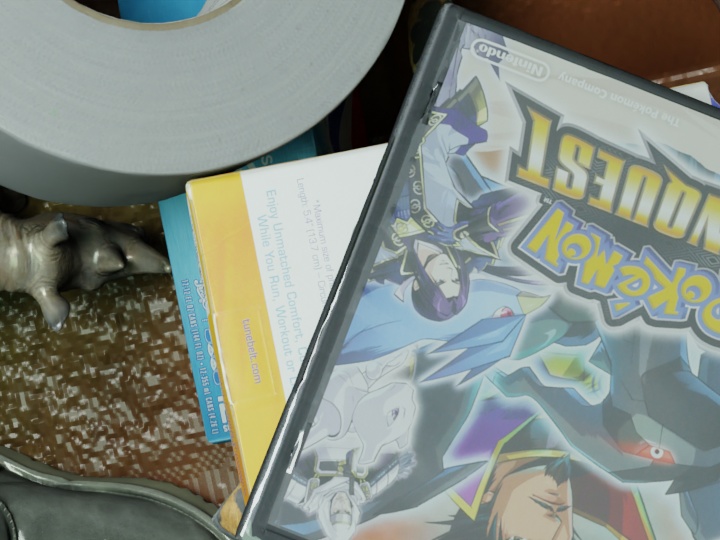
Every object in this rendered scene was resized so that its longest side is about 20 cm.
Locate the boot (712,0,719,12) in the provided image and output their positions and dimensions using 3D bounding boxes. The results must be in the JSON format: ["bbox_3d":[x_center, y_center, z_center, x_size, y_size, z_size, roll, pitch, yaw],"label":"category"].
[{"bbox_3d":[0.083,-0.134,0.934,0.166,0.072,0.201,-15,93,32],"label":"boot"}]

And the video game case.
[{"bbox_3d":[0.086,0.037,0.818,0.199,0.026,0.181,21,83,-1],"label":"video game case"}]

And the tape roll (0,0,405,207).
[{"bbox_3d":[-0.083,-0.124,0.872,0.200,0.066,0.201,4,79,-22],"label":"tape roll"}]

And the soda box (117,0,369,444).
[{"bbox_3d":[-0.036,-0.042,0.974,0.068,0.064,0.201,-11,93,19],"label":"soda box"}]

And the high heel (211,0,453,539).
[{"bbox_3d":[0.000,0.000,0.916,0.142,0.071,0.201,-15,69,0],"label":"high heel"}]

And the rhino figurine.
[{"bbox_3d":[-0.164,-0.014,1.008,0.199,0.087,0.060,11,100,17],"label":"rhino figurine"}]

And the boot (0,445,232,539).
[{"bbox_3d":[-0.151,0.121,0.959,0.181,0.200,0.073,12,100,17],"label":"boot"}]

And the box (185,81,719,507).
[{"bbox_3d":[0.051,0.012,0.859,0.199,0.041,0.119,-10,83,-7],"label":"box"}]
